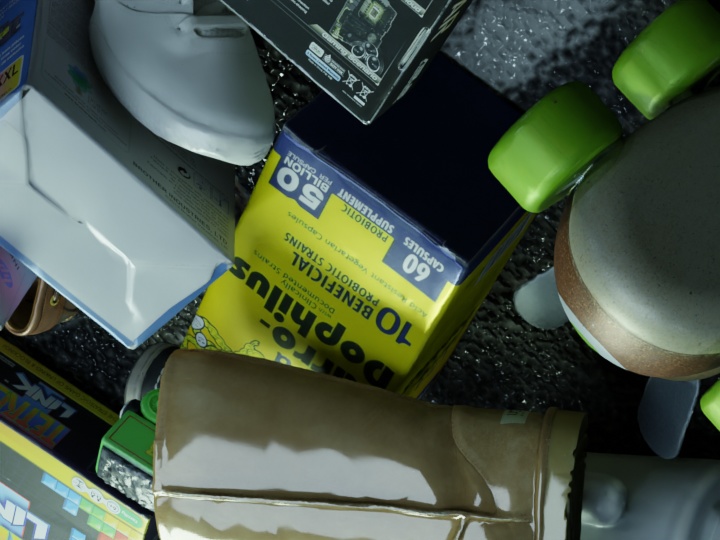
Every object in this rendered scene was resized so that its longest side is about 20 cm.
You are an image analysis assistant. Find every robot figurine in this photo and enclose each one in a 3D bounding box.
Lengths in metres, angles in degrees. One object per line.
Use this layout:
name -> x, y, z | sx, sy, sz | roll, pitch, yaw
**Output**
robot figurine -> 0.126, 0.147, 1.206 | 0.199, 0.113, 0.170 | 0, 140, 37

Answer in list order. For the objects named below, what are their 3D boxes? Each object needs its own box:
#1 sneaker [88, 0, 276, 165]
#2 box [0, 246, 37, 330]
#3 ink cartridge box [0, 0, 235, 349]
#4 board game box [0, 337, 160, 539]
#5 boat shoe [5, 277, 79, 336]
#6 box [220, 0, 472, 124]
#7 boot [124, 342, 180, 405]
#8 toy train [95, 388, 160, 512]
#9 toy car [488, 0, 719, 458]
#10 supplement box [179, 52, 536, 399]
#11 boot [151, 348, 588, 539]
sneaker -> -0.083, -0.140, 1.124 | 0.089, 0.075, 0.200 | -53, 50, 34
box -> -0.203, -0.063, 1.178 | 0.041, 0.200, 0.156 | -24, 105, 10
ink cartridge box -> -0.129, -0.078, 1.174 | 0.076, 0.200, 0.136 | -36, 119, 22
board game box -> -0.208, 0.132, 1.474 | 0.200, 0.057, 0.166 | 32, 134, 13
boat shoe -> -0.185, -0.054, 1.317 | 0.072, 0.068, 0.201 | 11, 127, 30
box -> -0.028, -0.183, 1.025 | 0.200, 0.044, 0.160 | 40, 133, 6
boot -> -0.023, 0.112, 1.302 | 0.150, 0.073, 0.200 | -1, 134, 39
toy train -> -0.043, 0.126, 1.200 | 0.200, 0.056, 0.042 | 31, 138, 13
toy car -> 0.131, 0.010, 1.086 | 0.164, 0.158, 0.200 | 49, 149, 10
supplement box -> 0.000, 0.000, 1.191 | 0.109, 0.110, 0.200 | 36, 137, 8
boot -> 0.002, 0.132, 1.141 | 0.199, 0.066, 0.176 | 6, 93, 14
